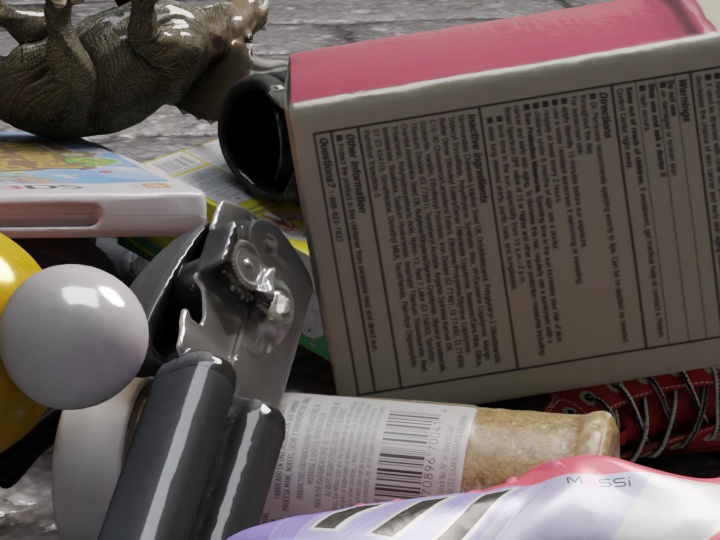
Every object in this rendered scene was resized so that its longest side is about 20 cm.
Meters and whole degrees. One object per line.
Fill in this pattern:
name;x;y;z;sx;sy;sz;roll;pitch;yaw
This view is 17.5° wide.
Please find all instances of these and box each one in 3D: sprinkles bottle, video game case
sprinkles bottle;-0.008;0.078;0.844;0.199;0.069;0.068;4;15;12
video game case;-0.184;-0.040;1.033;0.181;0.022;0.200;-1;11;-23

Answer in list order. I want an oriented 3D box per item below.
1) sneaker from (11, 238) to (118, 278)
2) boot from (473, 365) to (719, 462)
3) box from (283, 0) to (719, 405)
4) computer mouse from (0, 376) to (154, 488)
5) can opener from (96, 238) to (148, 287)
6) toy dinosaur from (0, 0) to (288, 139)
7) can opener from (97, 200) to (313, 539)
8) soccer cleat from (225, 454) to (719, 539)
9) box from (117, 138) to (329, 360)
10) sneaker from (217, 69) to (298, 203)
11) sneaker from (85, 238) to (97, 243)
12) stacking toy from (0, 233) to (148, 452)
sneaker;-0.199;0.039;0.987;0.199;0.070;0.082;-12;39;3
boot;0.120;0.059;0.925;0.199;0.073;0.144;-2;17;14
box;0.077;-0.031;0.905;0.199;0.128;0.109;-9;16;1
computer mouse;-0.110;0.054;0.982;0.140;0.046;0.200;-28;5;-5
can opener;-0.117;-0.020;1.217;0.200;0.066;0.053;13;63;46
toy dinosaur;-0.125;-0.097;1.092;0.199;0.103;0.077;-19;41;-14
can opener;-0.063;0.059;0.800;0.067;0.053;0.200;-21;37;35
soccer cleat;0.046;0.093;0.757;0.199;0.067;0.077;2;45;-9
box;0.000;0.000;1.098;0.200;0.049;0.117;26;24;22
sneaker;0.021;-0.062;1.060;0.199;0.071;0.099;2;15;38
sneaker;-0.211;0.001;1.107;0.199;0.083;0.072;-11;18;-35
stacking toy;-0.155;0.028;0.822;0.199;0.147;0.146;-3;10;40
